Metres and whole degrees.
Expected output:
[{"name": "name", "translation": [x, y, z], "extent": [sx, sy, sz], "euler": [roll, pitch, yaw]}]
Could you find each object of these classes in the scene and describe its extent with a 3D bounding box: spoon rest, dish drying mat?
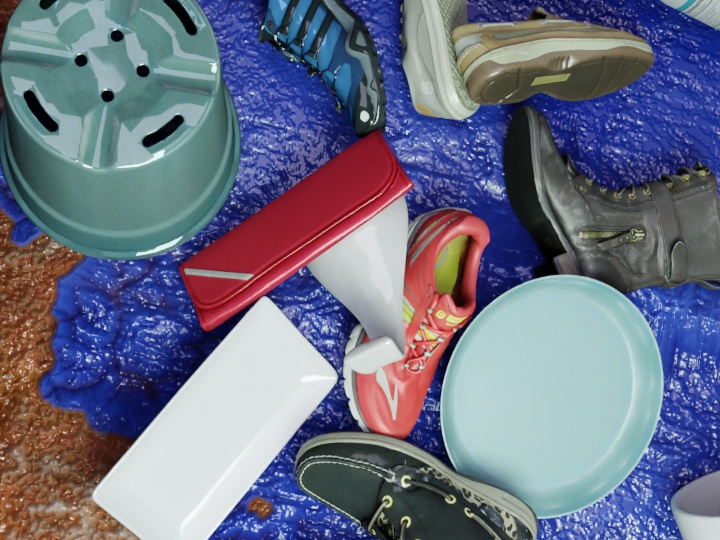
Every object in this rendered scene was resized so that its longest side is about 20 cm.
[{"name": "spoon rest", "translation": [0.000, 0.000, 0.924], "extent": [0.098, 0.061, 0.202], "euler": [-24, 48, 15]}, {"name": "dish drying mat", "translation": [-0.054, -0.034, 0.928], "extent": [0.199, 0.018, 0.077], "euler": [-35, 46, 6]}]

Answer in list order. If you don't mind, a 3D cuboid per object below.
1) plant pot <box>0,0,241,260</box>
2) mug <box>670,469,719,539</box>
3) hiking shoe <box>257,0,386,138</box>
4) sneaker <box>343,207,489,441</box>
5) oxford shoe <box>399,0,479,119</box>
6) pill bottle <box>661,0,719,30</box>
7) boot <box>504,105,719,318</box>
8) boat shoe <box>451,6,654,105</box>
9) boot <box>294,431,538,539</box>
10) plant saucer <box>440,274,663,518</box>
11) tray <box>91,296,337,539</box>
[{"name": "plant pot", "translation": [-0.182, -0.123, 0.876], "extent": [0.197, 0.196, 0.203], "euler": [1, 81, -9]}, {"name": "mug", "translation": [0.347, 0.243, 0.923], "extent": [0.148, 0.186, 0.155], "euler": [-15, 92, -26]}, {"name": "hiking shoe", "translation": [-0.040, -0.192, 0.983], "extent": [0.086, 0.074, 0.202], "euler": [-22, 75, -5]}, {"name": "sneaker", "translation": [0.049, 0.041, 0.935], "extent": [0.076, 0.085, 0.202], "euler": [24, 77, -30]}, {"name": "oxford shoe", "translation": [0.058, -0.223, 1.005], "extent": [0.075, 0.057, 0.203], "euler": [5, 75, -51]}, {"name": "pill bottle", "translation": [0.336, -0.266, 1.032], "extent": [0.198, 0.111, 0.112], "euler": [25, 77, -5]}, {"name": "boot", "translation": [0.224, -0.061, 1.006], "extent": [0.172, 0.069, 0.202], "euler": [-17, 94, -13]}, {"name": "boat shoe", "translation": [0.165, -0.192, 0.997], "extent": [0.198, 0.072, 0.077], "euler": [-7, 63, -34]}, {"name": "boot", "translation": [0.035, 0.212, 0.877], "extent": [0.201, 0.074, 0.154], "euler": [21, 37, -2]}, {"name": "plant saucer", "translation": [0.154, 0.101, 0.957], "extent": [0.197, 0.027, 0.203], "euler": [-3, 101, -16]}, {"name": "tray", "translation": [-0.112, 0.125, 0.920], "extent": [0.200, 0.022, 0.108], "euler": [-50, 121, -13]}]
